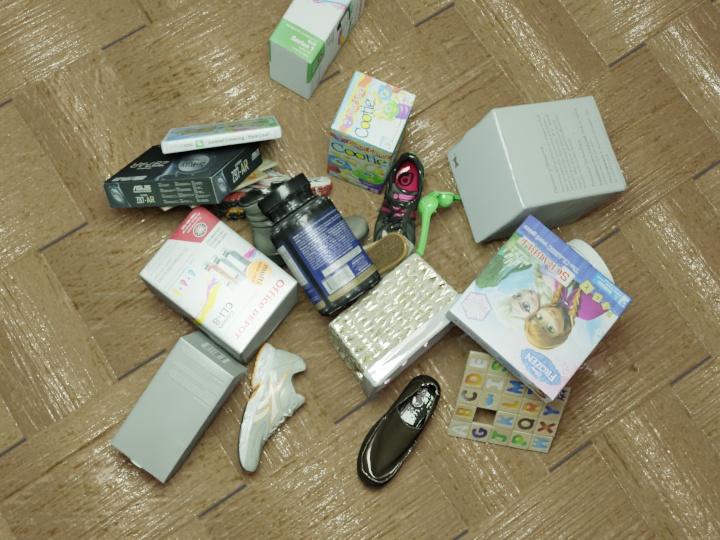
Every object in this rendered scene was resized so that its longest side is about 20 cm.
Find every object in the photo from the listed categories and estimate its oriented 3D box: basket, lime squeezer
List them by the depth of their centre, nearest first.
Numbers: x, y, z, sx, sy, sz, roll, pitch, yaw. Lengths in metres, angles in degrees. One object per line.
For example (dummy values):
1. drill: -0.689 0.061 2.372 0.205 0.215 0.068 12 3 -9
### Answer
1. basket: 0.053 0.085 1.439 0.200 0.136 0.124 -40 80 -13
2. lime squeezer: 0.135 -0.099 1.488 0.071 0.038 0.200 48 46 5

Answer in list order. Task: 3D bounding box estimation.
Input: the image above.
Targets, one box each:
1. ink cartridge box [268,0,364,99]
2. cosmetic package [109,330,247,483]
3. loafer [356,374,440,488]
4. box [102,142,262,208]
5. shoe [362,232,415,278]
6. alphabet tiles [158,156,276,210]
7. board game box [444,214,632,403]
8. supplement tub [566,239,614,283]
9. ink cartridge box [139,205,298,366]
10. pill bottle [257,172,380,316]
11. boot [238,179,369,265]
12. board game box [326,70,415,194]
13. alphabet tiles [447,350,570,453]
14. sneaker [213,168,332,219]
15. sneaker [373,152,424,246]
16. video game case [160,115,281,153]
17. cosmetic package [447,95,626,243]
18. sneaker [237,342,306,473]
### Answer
1. ink cartridge box: -0.070 -0.413 1.543 0.084 0.145 0.201 29 76 3
2. cosmetic package: -0.273 0.205 1.386 0.107 0.090 0.201 37 98 4
3. loafer: 0.059 0.245 1.432 0.073 0.071 0.201 31 76 4
4. box: -0.275 -0.152 1.433 0.198 0.160 0.044 0 119 23
5. shoe: 0.000 0.000 1.472 0.199 0.053 0.070 -25 79 23
6. alphabet tiles: -0.240 -0.145 1.461 0.199 0.166 0.006 -26 119 -24
7. board game box: 0.263 0.055 1.358 0.200 0.041 0.200 40 77 7
8. supplement tub: 0.289 0.052 1.457 0.199 0.145 0.145 -30 80 -10
9. ink cartridge box: -0.213 0.028 1.428 0.199 0.145 0.146 37 77 4
10. pill bottle: -0.067 -0.041 1.385 0.111 0.112 0.201 -34 93 -11
11. boot: -0.087 -0.086 1.467 0.198 0.131 0.068 -14 35 -6
12. board game box: 0.014 -0.215 1.473 0.102 0.200 0.106 22 76 2
13. alphabet tiles: 0.236 0.193 1.419 0.166 0.201 0.008 10 31 -1
14. sneaker: -0.144 -0.141 1.509 0.198 0.078 0.083 -3 64 -12
15. sneaker: 0.061 -0.102 1.506 0.076 0.084 0.202 5 77 7
16. video game case: -0.220 -0.220 1.466 0.180 0.200 0.022 -9 105 -6
17. cosmetic package: 0.278 -0.161 1.473 0.199 0.167 0.168 -12 77 -24
18. sneaker: -0.135 0.218 1.427 0.091 0.076 0.202 14 77 -5
